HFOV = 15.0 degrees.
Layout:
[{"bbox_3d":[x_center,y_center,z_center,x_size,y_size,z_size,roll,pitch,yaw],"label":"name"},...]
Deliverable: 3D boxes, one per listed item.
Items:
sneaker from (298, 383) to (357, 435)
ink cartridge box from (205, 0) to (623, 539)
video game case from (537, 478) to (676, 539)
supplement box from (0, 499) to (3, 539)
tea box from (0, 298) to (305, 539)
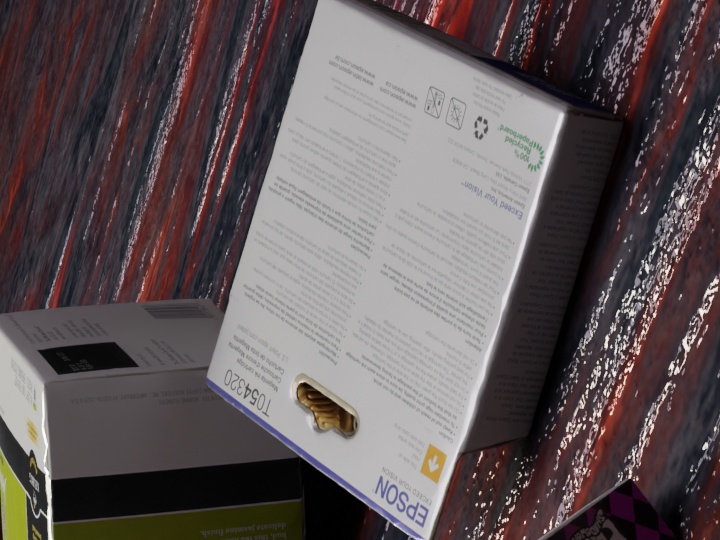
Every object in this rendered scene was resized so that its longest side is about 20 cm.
[{"bbox_3d":[0.000,0.000,1.371,0.088,0.075,0.201,91,-179,-61],"label":"sneaker"},{"bbox_3d":[0.019,-0.005,1.227,0.196,0.043,0.201,32,110,50],"label":"ink cartridge box"},{"bbox_3d":[0.010,0.168,1.042,0.036,0.181,0.200,53,149,9],"label":"video game case"},{"bbox_3d":[-0.191,0.248,1.673,0.200,0.132,0.198,122,155,-48],"label":"supplement box"},{"bbox_3d":[-0.114,0.129,1.431,0.200,0.133,0.198,-148,56,-72],"label":"tea box"}]
